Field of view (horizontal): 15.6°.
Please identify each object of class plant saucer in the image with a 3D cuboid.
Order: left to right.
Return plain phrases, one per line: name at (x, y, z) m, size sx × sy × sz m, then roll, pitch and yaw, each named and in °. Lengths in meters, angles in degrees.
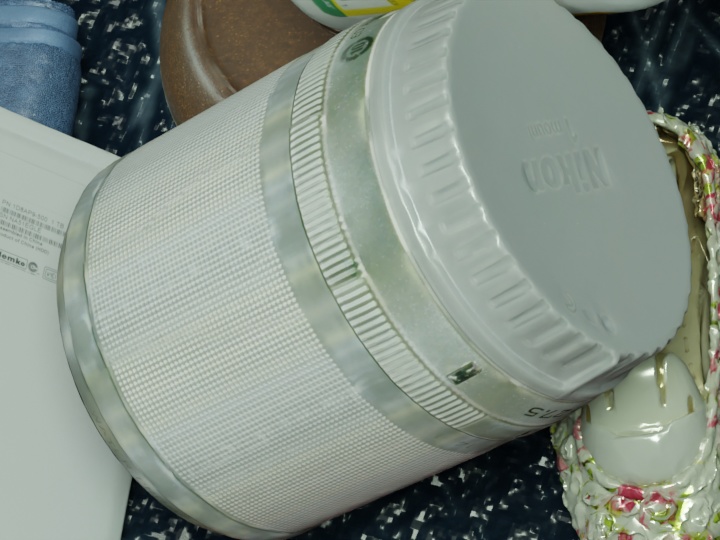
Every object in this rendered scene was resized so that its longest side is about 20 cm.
plant saucer at (0.005, -0.116, 1.129) m, size 0.200 × 0.035 × 0.201 m, roll -6°, pitch 63°, yaw 13°

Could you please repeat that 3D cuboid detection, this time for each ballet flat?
ballet flat at (0.107, 0.026, 1.013) m, size 0.075 × 0.064 × 0.201 m, roll -3°, pitch 64°, yaw 12°

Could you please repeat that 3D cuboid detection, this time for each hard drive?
hard drive at (-0.146, 0.036, 1.049) m, size 0.027 × 0.132 × 0.201 m, roll -27°, pitch 48°, yaw 51°

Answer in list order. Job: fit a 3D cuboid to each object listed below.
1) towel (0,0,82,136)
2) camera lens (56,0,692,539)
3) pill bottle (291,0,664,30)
towel at (-0.182, -0.023, 1.123) m, size 0.111 × 0.049 × 0.201 m, roll 1°, pitch 64°, yaw 14°
camera lens at (0.000, 0.000, 0.969) m, size 0.200 × 0.160 × 0.160 m, roll -27°, pitch 56°, yaw 33°
pill bottle at (0.065, -0.150, 0.983) m, size 0.200 × 0.113 × 0.113 m, roll 0°, pitch 62°, yaw 40°
